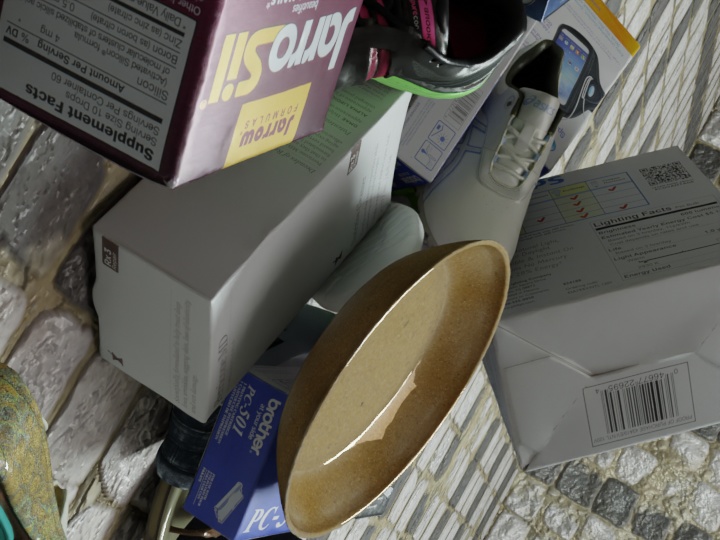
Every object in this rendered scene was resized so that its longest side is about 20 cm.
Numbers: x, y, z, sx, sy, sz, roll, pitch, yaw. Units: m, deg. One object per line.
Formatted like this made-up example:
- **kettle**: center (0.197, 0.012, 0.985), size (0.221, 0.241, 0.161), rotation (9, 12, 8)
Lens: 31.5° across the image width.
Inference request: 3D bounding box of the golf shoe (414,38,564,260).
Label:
- **golf shoe**: center (0.095, -0.082, 0.871), size (0.097, 0.077, 0.202), rotation (-49, -159, 48)

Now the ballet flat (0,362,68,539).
- **ballet flat**: center (-0.172, 0.114, 0.626), size (0.071, 0.070, 0.201), rotation (-50, 159, -34)

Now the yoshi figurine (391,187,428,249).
- **yoshi figurine**: center (0.025, 0.012, 0.947), size (0.201, 0.110, 0.114), rotation (-84, 154, -60)

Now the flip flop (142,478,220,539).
- **flip flop**: center (-0.093, 0.150, 0.915), size (0.200, 0.057, 0.082), rotation (-39, 151, -54)

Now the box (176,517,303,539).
- **box**: center (-0.117, 0.301, 0.992), size (0.183, 0.103, 0.201), rotation (-52, 161, -28)

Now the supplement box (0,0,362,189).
- **supplement box**: center (-0.055, -0.153, 0.496), size (0.131, 0.102, 0.202), rotation (-33, 147, -59)

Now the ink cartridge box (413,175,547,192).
- **ink cartridge box**: center (0.080, -0.033, 1.107), size (0.202, 0.083, 0.145), rotation (-62, 163, -1)

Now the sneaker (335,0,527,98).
- **sneaker**: center (0.004, -0.129, 0.654), size (0.198, 0.078, 0.083), rotation (-12, 171, -36)

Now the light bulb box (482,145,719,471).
- **light bulb box**: center (0.178, 0.020, 0.929), size (0.201, 0.195, 0.127), rotation (-101, 177, -65)

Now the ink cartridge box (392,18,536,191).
- **ink cartridge box**: center (0.072, -0.151, 0.892), size (0.201, 0.044, 0.094), rotation (-56, -167, -9)

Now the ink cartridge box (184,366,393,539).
- **ink cartridge box**: center (-0.028, 0.115, 0.831), size (0.199, 0.044, 0.095), rotation (10, 104, -62)

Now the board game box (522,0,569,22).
- **board game box**: center (0.095, -0.222, 0.781), size (0.200, 0.134, 0.035), rotation (-41, 154, -49)

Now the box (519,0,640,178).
- **box**: center (0.138, -0.162, 1.028), size (0.200, 0.119, 0.041), rotation (-50, -169, -32)

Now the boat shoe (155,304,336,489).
- **boat shoe**: center (-0.069, 0.083, 0.879), size (0.199, 0.070, 0.092), rotation (-14, 131, -59)

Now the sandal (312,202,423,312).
- **sandal**: center (0.006, -0.005, 0.820), size (0.082, 0.050, 0.203), rotation (-39, -164, 0)

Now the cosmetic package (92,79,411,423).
- **cosmetic package**: center (-0.058, -0.030, 0.710), size (0.201, 0.080, 0.114), rotation (-52, 163, -35)

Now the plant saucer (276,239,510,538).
- **plant saucer**: center (0.013, 0.060, 0.732), size (0.200, 0.035, 0.202), rotation (-43, 154, -27)
